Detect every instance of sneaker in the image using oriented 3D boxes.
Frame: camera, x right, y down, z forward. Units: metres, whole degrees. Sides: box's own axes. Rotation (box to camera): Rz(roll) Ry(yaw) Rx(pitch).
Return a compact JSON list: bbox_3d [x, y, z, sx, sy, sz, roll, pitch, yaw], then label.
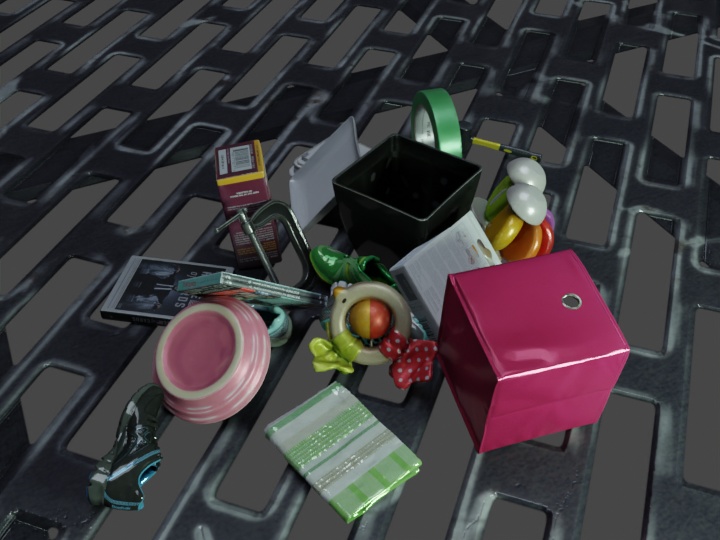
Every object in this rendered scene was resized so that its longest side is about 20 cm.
[{"bbox_3d":[0.017,0.096,1.416,0.198,0.078,0.092,21,61,28],"label":"sneaker"},{"bbox_3d":[-0.316,0.254,1.229,0.081,0.074,0.201,15,50,2],"label":"sneaker"},{"bbox_3d":[-0.211,0.080,1.391,0.197,0.087,0.079,-4,68,-3],"label":"sneaker"},{"bbox_3d":[0.000,0.000,1.495,0.199,0.084,0.074,30,39,23],"label":"sneaker"}]

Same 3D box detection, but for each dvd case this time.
[{"bbox_3d":[-0.173,0.038,1.372,0.198,0.022,0.145,16,-16,-36],"label":"dvd case"},{"bbox_3d":[-0.335,0.039,1.507,0.197,0.025,0.151,6,41,8],"label":"dvd case"}]

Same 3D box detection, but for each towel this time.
[{"bbox_3d":[-0.028,0.261,1.246,0.148,0.031,0.200,-30,51,-27],"label":"towel"}]

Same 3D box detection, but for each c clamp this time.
[{"bbox_3d":[-0.153,-0.031,1.476,0.027,0.201,0.171,-10,27,42],"label":"c clamp"}]

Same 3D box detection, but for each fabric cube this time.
[{"bbox_3d":[0.241,0.116,1.260,0.197,0.201,0.198,-11,51,-12],"label":"fabric cube"}]

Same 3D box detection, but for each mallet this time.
[{"bbox_3d":[0.293,-0.275,1.840,0.197,0.066,0.041,11,40,12],"label":"mallet"}]

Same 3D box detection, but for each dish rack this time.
[{"bbox_3d":[-0.033,-0.223,1.800,0.199,0.044,0.171,29,48,29],"label":"dish rack"}]

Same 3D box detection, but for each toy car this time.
[{"bbox_3d":[0.290,-0.091,1.574,0.149,0.175,0.201,32,38,-16],"label":"toy car"}]

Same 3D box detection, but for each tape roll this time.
[{"bbox_3d":[0.150,-0.260,1.719,0.048,0.202,0.201,-10,41,-10],"label":"tape roll"}]

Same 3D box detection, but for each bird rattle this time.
[{"bbox_3d":[0.021,0.100,1.318,0.197,0.165,0.113,2,12,16],"label":"bird rattle"}]

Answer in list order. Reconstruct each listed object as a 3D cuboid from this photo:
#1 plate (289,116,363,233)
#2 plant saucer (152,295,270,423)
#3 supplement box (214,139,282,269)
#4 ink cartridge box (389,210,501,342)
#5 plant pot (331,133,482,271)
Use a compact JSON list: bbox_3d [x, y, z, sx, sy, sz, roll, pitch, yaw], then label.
[{"bbox_3d":[-0.063,-0.180,1.676,0.032,0.200,0.201,32,28,-30],"label":"plate"},{"bbox_3d":[-0.236,0.129,1.308,0.198,0.051,0.203,-8,64,17],"label":"plant saucer"},{"bbox_3d":[-0.202,-0.117,1.550,0.085,0.202,0.111,-10,40,-3],"label":"supplement box"},{"bbox_3d":[0.156,0.015,1.438,0.200,0.161,0.047,-38,10,-38],"label":"ink cartridge box"},{"bbox_3d":[0.083,-0.103,1.552,0.198,0.179,0.200,25,47,27],"label":"plant pot"}]
